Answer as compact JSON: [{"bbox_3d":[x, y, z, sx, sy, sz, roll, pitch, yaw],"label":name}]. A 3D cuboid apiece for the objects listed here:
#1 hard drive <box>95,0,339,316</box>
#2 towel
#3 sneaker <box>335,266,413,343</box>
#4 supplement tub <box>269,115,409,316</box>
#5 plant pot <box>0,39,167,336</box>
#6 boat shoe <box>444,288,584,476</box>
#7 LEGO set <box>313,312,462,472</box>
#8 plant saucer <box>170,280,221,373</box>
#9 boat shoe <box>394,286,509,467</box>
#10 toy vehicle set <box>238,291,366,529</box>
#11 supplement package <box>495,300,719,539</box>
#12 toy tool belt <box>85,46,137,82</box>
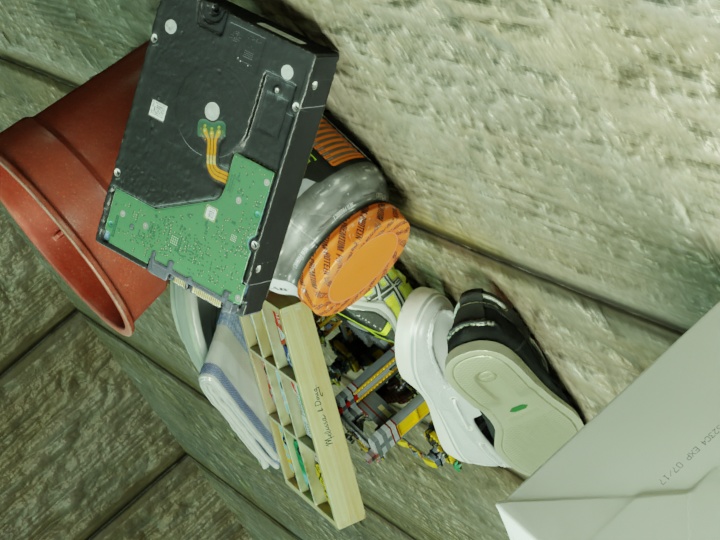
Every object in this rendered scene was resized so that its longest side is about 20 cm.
[{"bbox_3d":[-0.103,-0.085,1.498,0.140,0.200,0.038,27,-161,27],"label":"hard drive"},{"bbox_3d":[-0.085,0.055,1.861,0.024,0.200,0.147,-5,142,25],"label":"towel"},{"bbox_3d":[0.000,0.000,1.678,0.200,0.076,0.075,36,169,-30],"label":"sneaker"},{"bbox_3d":[-0.064,-0.067,1.571,0.200,0.123,0.123,45,166,20],"label":"supplement tub"},{"bbox_3d":[-0.179,-0.085,1.733,0.201,0.195,0.201,46,167,14],"label":"plant pot"},{"bbox_3d":[0.119,0.088,1.573,0.200,0.072,0.068,54,-156,-46],"label":"boat shoe"},{"bbox_3d":[0.004,0.106,1.839,0.200,0.116,0.154,45,166,21],"label":"LEGO set"},{"bbox_3d":[-0.123,0.022,1.879,0.050,0.200,0.200,-5,139,22],"label":"plant saucer"},{"bbox_3d":[0.083,0.090,1.665,0.068,0.072,0.200,14,141,31],"label":"boat shoe"},{"bbox_3d":[-0.053,0.104,1.767,0.124,0.026,0.200,28,136,64],"label":"toy vehicle set"},{"bbox_3d":[0.204,0.153,1.152,0.147,0.191,0.200,42,165,33],"label":"supplement package"},{"bbox_3d":[-0.193,-0.095,1.913,0.125,0.123,0.200,39,164,38],"label":"toy tool belt"}]
